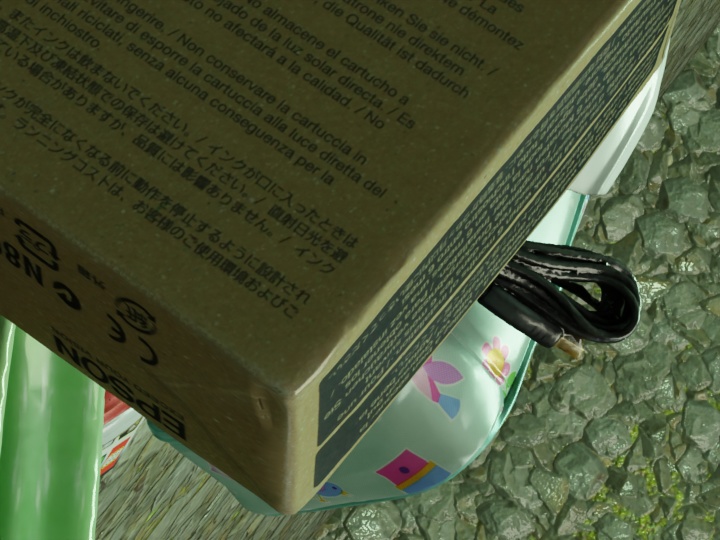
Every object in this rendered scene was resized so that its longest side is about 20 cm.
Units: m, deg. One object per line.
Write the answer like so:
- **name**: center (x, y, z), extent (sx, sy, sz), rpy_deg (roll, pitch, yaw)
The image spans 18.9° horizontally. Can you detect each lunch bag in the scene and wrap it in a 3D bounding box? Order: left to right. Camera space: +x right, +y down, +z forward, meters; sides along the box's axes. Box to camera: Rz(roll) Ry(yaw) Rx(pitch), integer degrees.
- **lunch bag**: center (0.000, 0.000, 0.858), extent (0.160, 0.077, 0.200), rpy_deg (-11, -135, 44)

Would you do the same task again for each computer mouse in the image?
- **computer mouse**: center (0.077, -0.070, 0.803), extent (0.044, 0.110, 0.200), rpy_deg (-31, -145, 53)

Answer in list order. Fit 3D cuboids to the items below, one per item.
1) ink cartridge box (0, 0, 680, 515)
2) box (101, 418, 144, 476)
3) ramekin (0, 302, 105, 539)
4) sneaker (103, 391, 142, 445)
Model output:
- **ink cartridge box**: center (-0.045, -0.067, 0.515), extent (0.165, 0.200, 0.075), rpy_deg (-48, 162, -24)
- **box**: center (-0.157, 0.083, 1.098), extent (0.110, 0.035, 0.200), rpy_deg (-57, 171, 22)
- **ramekin**: center (-0.132, 0.052, 0.603), extent (0.200, 0.097, 0.200), rpy_deg (3, 90, -89)
- **sneaker**: center (-0.086, -0.016, 0.966), extent (0.200, 0.071, 0.113), rpy_deg (-58, 179, -29)
